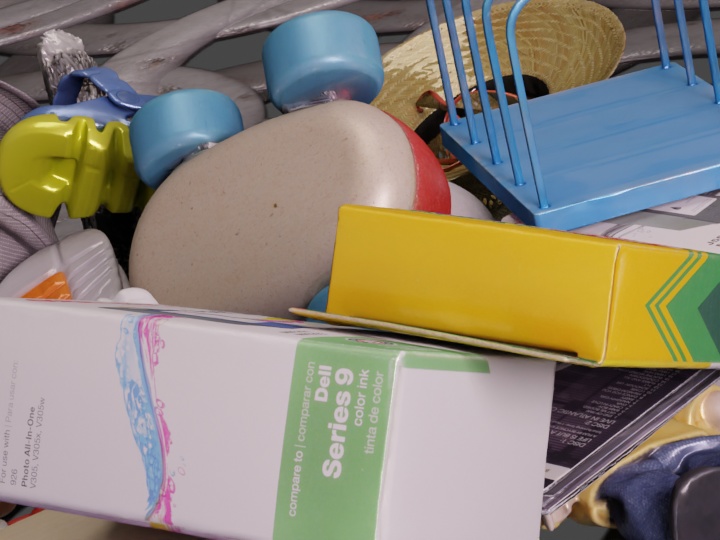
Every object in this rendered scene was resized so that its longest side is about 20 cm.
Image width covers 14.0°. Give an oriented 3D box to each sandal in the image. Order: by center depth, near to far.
[{"bbox_3d":[-0.143,0.062,1.534,0.079,0.059,0.207,-27,41,6],"label":"sandal"},{"bbox_3d":[-0.098,-0.065,1.611,0.199,0.080,0.087,16,36,-12],"label":"sandal"}]

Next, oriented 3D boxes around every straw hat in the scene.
[{"bbox_3d":[0.074,-0.070,1.706,0.200,0.085,0.201,-19,28,10],"label":"straw hat"}]

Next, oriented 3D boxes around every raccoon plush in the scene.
[{"bbox_3d":[-0.101,-0.071,1.696,0.133,0.201,0.097,-14,-16,-10],"label":"raccoon plush"}]

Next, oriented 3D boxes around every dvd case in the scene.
[{"bbox_3d":[0.083,0.046,1.311,0.148,0.016,0.200,10,30,40],"label":"dvd case"}]

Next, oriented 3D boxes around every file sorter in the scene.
[{"bbox_3d":[0.119,-0.114,1.503,0.138,0.123,0.200,-16,19,-8],"label":"file sorter"}]

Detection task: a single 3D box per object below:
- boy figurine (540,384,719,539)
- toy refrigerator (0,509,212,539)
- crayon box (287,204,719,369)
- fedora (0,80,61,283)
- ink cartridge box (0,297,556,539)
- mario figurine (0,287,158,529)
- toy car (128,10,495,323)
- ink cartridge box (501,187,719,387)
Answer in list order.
[{"bbox_3d":[0.120,0.078,1.320,0.124,0.065,0.200,-23,26,-20],"label":"boy figurine"},{"bbox_3d":[-0.104,0.142,1.275,0.199,0.070,0.076,-24,30,-27],"label":"toy refrigerator"},{"bbox_3d":[0.072,0.007,1.202,0.126,0.051,0.200,9,2,26],"label":"crayon box"},{"bbox_3d":[-0.233,-0.017,1.626,0.199,0.178,0.090,21,13,-42],"label":"fedora"},{"bbox_3d":[-0.042,0.063,1.179,0.199,0.088,0.145,5,0,29],"label":"ink cartridge box"},{"bbox_3d":[-0.144,0.080,1.395,0.199,0.106,0.124,2,37,20],"label":"mario figurine"},{"bbox_3d":[0.000,0.000,1.523,0.176,0.185,0.200,-27,-31,29],"label":"toy car"},{"bbox_3d":[0.189,-0.002,1.457,0.145,0.085,0.199,-26,24,-35],"label":"ink cartridge box"}]
